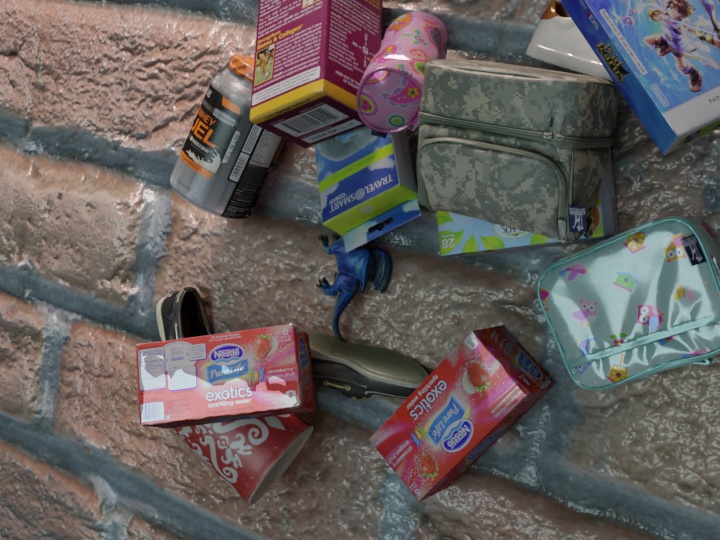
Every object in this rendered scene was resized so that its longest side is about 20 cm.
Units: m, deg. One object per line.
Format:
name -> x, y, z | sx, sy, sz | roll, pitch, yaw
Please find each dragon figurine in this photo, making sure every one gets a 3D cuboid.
dragon figurine -> 0.000, 0.000, 1.213 | 0.099, 0.059, 0.200 | 3, 92, 32

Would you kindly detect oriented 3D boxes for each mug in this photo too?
mug -> -0.169, 0.187, 1.275 | 0.200, 0.178, 0.133 | 37, 136, 10

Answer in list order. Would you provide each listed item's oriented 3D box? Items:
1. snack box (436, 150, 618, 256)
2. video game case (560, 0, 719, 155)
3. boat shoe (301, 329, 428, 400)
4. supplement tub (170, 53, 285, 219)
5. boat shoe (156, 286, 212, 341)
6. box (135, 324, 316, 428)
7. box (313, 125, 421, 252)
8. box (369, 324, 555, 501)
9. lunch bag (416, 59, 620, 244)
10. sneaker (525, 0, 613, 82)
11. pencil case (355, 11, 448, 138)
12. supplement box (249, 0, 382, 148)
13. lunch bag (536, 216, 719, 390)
snack box -> 0.186, -0.108, 1.092 | 0.200, 0.068, 0.169 | -6, 88, 32
video game case -> 0.332, -0.240, 0.952 | 0.181, 0.045, 0.200 | -26, 75, -12
boat shoe -> -0.009, 0.131, 1.215 | 0.201, 0.072, 0.061 | 15, 113, 22
supplement tub -> -0.166, -0.180, 1.272 | 0.122, 0.122, 0.200 | 34, 107, 26
boat shoe -> -0.237, 0.123, 1.355 | 0.068, 0.072, 0.200 | -24, 77, 34
box -> -0.163, 0.131, 1.159 | 0.200, 0.095, 0.103 | -9, 77, 7
box -> 0.003, -0.137, 1.178 | 0.122, 0.048, 0.200 | -26, 57, 29
box -> 0.120, 0.168, 1.124 | 0.100, 0.095, 0.200 | 49, 114, 20
lunch bag -> 0.161, -0.127, 0.994 | 0.200, 0.139, 0.168 | 15, 108, 29
sneaker -> 0.278, -0.247, 1.028 | 0.200, 0.073, 0.085 | 26, 107, 30
pencil case -> 0.052, -0.230, 1.096 | 0.087, 0.200, 0.088 | 6, 125, 9
supplement box -> -0.053, -0.272, 1.173 | 0.131, 0.103, 0.200 | -12, 68, 42
lunch bag -> 0.303, 0.039, 1.018 | 0.200, 0.077, 0.161 | -24, 79, 30
